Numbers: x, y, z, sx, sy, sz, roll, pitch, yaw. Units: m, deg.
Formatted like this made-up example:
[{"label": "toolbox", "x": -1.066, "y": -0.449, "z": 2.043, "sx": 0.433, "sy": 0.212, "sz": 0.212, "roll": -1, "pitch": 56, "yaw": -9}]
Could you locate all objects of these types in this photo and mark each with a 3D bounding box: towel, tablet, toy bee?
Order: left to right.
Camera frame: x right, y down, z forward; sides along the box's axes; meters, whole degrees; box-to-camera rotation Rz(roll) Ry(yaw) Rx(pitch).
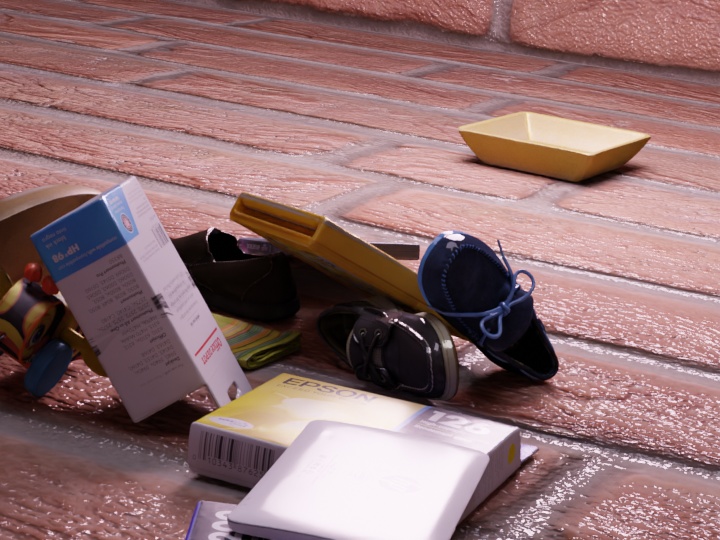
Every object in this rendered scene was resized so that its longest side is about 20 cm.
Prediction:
[{"label": "toy bee", "x": -0.242, "y": 0.043, "z": 1.383, "sx": 0.130, "sy": 0.109, "sz": 0.200, "roll": 27, "pitch": 22, "yaw": -9}, {"label": "towel", "x": -0.154, "y": 0.048, "z": 1.574, "sx": 0.199, "sy": 0.018, "sz": 0.086, "roll": 13, "pitch": 17, "yaw": 29}, {"label": "tablet", "x": 0.004, "y": 0.137, "z": 1.152, "sx": 0.129, "sy": 0.014, "sz": 0.200, "roll": 10, "pitch": 16, "yaw": 12}]

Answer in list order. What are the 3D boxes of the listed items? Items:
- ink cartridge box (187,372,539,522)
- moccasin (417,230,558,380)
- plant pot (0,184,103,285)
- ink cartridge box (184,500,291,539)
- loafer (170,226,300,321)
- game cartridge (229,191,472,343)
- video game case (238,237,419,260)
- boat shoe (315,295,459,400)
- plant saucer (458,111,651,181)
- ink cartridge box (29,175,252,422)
[{"label": "ink cartridge box", "x": 0.009, "y": 0.121, "z": 1.313, "sx": 0.196, "sy": 0.047, "sz": 0.200, "roll": 11, "pitch": 18, "yaw": 22}, {"label": "moccasin", "x": 0.116, "y": 0.029, "z": 1.481, "sx": 0.068, "sy": 0.081, "sz": 0.200, "roll": 33, "pitch": -3, "yaw": 37}, {"label": "plant pot", "x": -0.288, "y": -0.011, "z": 1.465, "sx": 0.199, "sy": 0.200, "sz": 0.028, "roll": -14, "pitch": 66, "yaw": -50}, {"label": "ink cartridge box", "x": -0.062, "y": 0.191, "z": 1.038, "sx": 0.198, "sy": 0.044, "sz": 0.198, "roll": 4, "pitch": 16, "yaw": 1}, {"label": "loafer", "x": -0.142, "y": -0.008, "z": 1.679, "sx": 0.199, "sy": 0.072, "sz": 0.073, "roll": 12, "pitch": 17, "yaw": 23}, {"label": "game cartridge", "x": 0.000, "y": 0.000, "z": 1.585, "sx": 0.199, "sy": 0.033, "sz": 0.176, "roll": 33, "pitch": -6, "yaw": -28}, {"label": "video game case", "x": -0.035, "y": -0.022, "z": 1.773, "sx": 0.142, "sy": 0.019, "sz": 0.200, "roll": 1, "pitch": 2, "yaw": -13}, {"label": "boat shoe", "x": 0.019, "y": 0.065, "z": 1.479, "sx": 0.066, "sy": 0.072, "sz": 0.201, "roll": -7, "pitch": 13, "yaw": -19}, {"label": "plant saucer", "x": 0.257, "y": -0.162, "z": 2.407, "sx": 0.199, "sy": 0.049, "sz": 0.200, "roll": 13, "pitch": 18, "yaw": 30}, {"label": "ink cartridge box", "x": -0.162, "y": 0.037, "z": 1.379, "sx": 0.066, "sy": 0.201, "sz": 0.116, "roll": -27, "pitch": 7, "yaw": 10}]
